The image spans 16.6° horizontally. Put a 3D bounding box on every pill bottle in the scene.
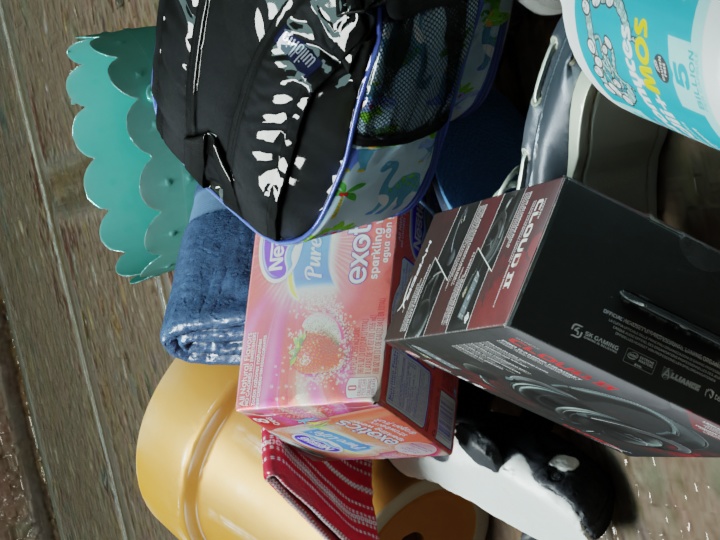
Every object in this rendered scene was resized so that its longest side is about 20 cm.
[{"bbox_3d":[0.153,-0.107,1.014,0.200,0.110,0.111,-144,43,-65],"label":"pill bottle"}]

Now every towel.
[{"bbox_3d":[-0.065,-0.028,1.639,0.049,0.111,0.201,67,-153,-47],"label":"towel"},{"bbox_3d":[-0.023,0.064,1.514,0.145,0.022,0.201,50,-147,-51],"label":"towel"}]

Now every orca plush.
[{"bbox_3d":[0.092,0.110,1.470,0.105,0.071,0.200,50,159,-14],"label":"orca plush"}]

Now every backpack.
[{"bbox_3d":[-0.016,-0.124,1.318,0.183,0.146,0.201,45,135,32],"label":"backpack"}]

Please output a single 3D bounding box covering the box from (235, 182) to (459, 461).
[{"bbox_3d":[0.000,0.000,1.422,0.103,0.094,0.201,38,-128,-56],"label":"box"}]

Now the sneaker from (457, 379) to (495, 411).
[{"bbox_3d":[0.047,0.005,1.524,0.112,0.077,0.201,18,129,65],"label":"sneaker"}]

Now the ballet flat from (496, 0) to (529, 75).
[{"bbox_3d":[0.060,-0.157,1.359,0.200,0.057,0.067,106,146,-57],"label":"ballet flat"}]

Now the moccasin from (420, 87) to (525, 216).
[{"bbox_3d":[0.079,-0.008,1.378,0.068,0.080,0.201,112,141,-62],"label":"moccasin"}]

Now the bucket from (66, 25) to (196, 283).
[{"bbox_3d":[-0.133,-0.099,1.887,0.207,0.134,0.208,166,90,-72],"label":"bucket"}]

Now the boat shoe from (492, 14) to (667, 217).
[{"bbox_3d":[0.108,-0.044,1.265,0.062,0.075,0.201,-124,27,-44],"label":"boat shoe"}]

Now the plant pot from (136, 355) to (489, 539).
[{"bbox_3d":[-0.018,0.139,1.647,0.183,0.200,0.201,37,141,40],"label":"plant pot"}]

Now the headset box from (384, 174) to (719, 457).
[{"bbox_3d":[0.116,0.026,1.153,0.078,0.148,0.200,-67,15,-9],"label":"headset box"}]

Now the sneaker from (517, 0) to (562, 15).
[{"bbox_3d":[0.104,-0.194,1.177,0.201,0.070,0.080,95,152,-45],"label":"sneaker"}]
